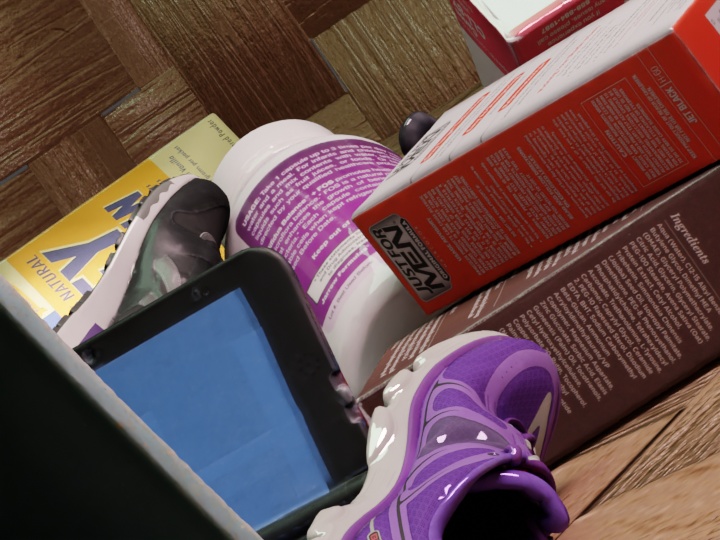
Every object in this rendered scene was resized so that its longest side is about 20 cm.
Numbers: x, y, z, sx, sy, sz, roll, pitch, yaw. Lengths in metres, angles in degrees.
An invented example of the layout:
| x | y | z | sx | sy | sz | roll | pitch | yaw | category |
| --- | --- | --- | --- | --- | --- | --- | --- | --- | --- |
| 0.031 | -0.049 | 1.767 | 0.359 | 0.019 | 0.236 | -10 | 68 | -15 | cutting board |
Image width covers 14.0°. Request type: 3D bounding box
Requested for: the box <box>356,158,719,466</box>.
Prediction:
| x | y | z | sx | sy | sz | roll | pitch | yaw | category |
| --- | --- | --- | --- | --- | --- | --- | --- | --- | --- |
| 0.103 | 0.020 | 1.262 | 0.200 | 0.075 | 0.100 | -35 | 5 | 15 | box |

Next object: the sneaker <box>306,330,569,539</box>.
| x | y | z | sx | sy | sz | roll | pitch | yaw | category |
| --- | --- | --- | --- | --- | --- | --- | --- | --- | --- |
| 0.047 | 0.087 | 1.100 | 0.083 | 0.081 | 0.200 | -17 | 22 | 27 | sneaker |

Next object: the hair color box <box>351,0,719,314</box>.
| x | y | z | sx | sy | sz | roll | pitch | yaw | category |
| --- | --- | --- | --- | --- | --- | --- | --- | --- | --- |
| 0.098 | -0.063 | 1.274 | 0.200 | 0.061 | 0.102 | -29 | 14 | 42 | hair color box |

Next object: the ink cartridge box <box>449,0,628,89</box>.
| x | y | z | sx | sy | sz | roll | pitch | yaw | category |
| --- | --- | --- | --- | --- | --- | --- | --- | --- | --- |
| 0.140 | -0.112 | 1.526 | 0.145 | 0.200 | 0.083 | -34 | 49 | -8 | ink cartridge box |

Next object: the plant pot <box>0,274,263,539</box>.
| x | y | z | sx | sy | sz | roll | pitch | yaw | category |
| --- | --- | --- | --- | --- | --- | --- | --- | --- | --- |
| -0.160 | 0.145 | 1.040 | 0.196 | 0.196 | 0.200 | -46 | 4 | -25 | plant pot |

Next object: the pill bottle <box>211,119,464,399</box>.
| x | y | z | sx | sy | sz | roll | pitch | yaw | category |
| --- | --- | --- | --- | --- | --- | --- | --- | --- | --- |
| 0.000 | 0.000 | 1.445 | 0.112 | 0.112 | 0.200 | -35 | 36 | -7 | pill bottle |

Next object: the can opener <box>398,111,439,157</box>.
| x | y | z | sx | sy | sz | roll | pitch | yaw | category |
| --- | --- | --- | --- | --- | --- | --- | --- | --- | --- |
| 0.087 | -0.037 | 1.458 | 0.063 | 0.079 | 0.200 | -5 | -19 | 43 | can opener |

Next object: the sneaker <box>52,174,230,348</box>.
| x | y | z | sx | sy | sz | roll | pitch | yaw | category |
| --- | --- | --- | --- | --- | --- | --- | --- | --- | --- |
| -0.085 | 0.033 | 1.380 | 0.200 | 0.088 | 0.076 | -62 | -13 | -50 | sneaker |

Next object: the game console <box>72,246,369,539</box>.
| x | y | z | sx | sy | sz | roll | pitch | yaw | category |
| --- | --- | --- | --- | --- | --- | --- | --- | --- | --- |
| -0.093 | 0.113 | 1.175 | 0.200 | 0.119 | 0.172 | -30 | 20 | 23 | game console |

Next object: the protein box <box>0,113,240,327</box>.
| x | y | z | sx | sy | sz | roll | pitch | yaw | category |
| --- | --- | --- | --- | --- | --- | --- | --- | --- | --- |
| -0.126 | 0.053 | 1.717 | 0.200 | 0.135 | 0.199 | -37 | -17 | -25 | protein box |
